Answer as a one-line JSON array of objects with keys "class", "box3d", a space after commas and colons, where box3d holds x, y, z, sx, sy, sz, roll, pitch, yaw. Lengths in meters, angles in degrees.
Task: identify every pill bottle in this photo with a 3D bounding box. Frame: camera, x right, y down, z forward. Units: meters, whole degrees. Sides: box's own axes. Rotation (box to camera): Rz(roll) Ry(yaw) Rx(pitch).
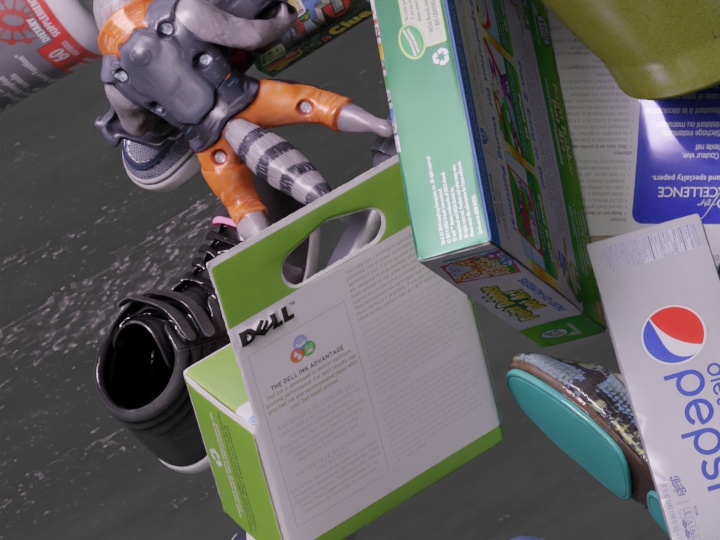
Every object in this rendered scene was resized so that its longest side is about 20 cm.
[{"class": "pill bottle", "box3d": [-0.255, -0.142, 1.690, 0.200, 0.116, 0.116, -28, 68, 15]}]

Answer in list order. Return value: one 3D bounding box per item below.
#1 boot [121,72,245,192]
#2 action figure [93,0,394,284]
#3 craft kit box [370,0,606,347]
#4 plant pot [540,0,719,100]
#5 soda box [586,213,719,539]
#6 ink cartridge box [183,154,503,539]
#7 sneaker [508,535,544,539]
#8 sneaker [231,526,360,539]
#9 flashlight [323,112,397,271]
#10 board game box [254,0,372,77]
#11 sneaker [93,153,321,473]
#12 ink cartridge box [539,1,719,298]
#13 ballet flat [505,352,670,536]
[{"class": "boot", "box3d": [-0.107, -0.143, 1.625, 0.073, 0.090, 0.200, 32, 102, 35]}, {"class": "action figure", "box3d": [-0.064, -0.115, 1.533, 0.193, 0.105, 0.200, 39, 108, 5]}, {"class": "craft kit box", "box3d": [0.065, -0.078, 1.449, 0.048, 0.197, 0.200, -17, 70, 20]}, {"class": "plant pot", "box3d": [0.147, -0.199, 1.434, 0.200, 0.200, 0.193, -26, 111, 15]}, {"class": "soda box", "box3d": [0.173, 0.076, 1.419, 0.063, 0.068, 0.200, -17, 62, 5]}, {"class": "ink cartridge box", "box3d": [-0.017, 0.033, 1.471, 0.148, 0.200, 0.076, -30, 36, -22]}, {"class": "sneaker", "box3d": [0.089, 0.228, 1.452, 0.080, 0.115, 0.200, -25, 68, 16]}, {"class": "sneaker", "box3d": [-0.028, 0.226, 1.522, 0.130, 0.079, 0.199, -44, 65, 9]}, {"class": "flashlight", "box3d": [0.000, 0.000, 1.579, 0.068, 0.068, 0.200, 19, 79, 44]}, {"class": "board game box", "box3d": [0.006, -0.206, 1.629, 0.200, 0.023, 0.105, -30, 65, 26]}, {"class": "sneaker", "box3d": [-0.086, 0.013, 1.589, 0.071, 0.099, 0.200, 18, 83, 27]}, {"class": "ink cartridge box", "box3d": [0.159, -0.078, 1.543, 0.197, 0.047, 0.200, 1, 79, 21]}, {"class": "ballet flat", "box3d": [0.166, 0.101, 1.489, 0.200, 0.074, 0.074, 44, 95, 24]}]
